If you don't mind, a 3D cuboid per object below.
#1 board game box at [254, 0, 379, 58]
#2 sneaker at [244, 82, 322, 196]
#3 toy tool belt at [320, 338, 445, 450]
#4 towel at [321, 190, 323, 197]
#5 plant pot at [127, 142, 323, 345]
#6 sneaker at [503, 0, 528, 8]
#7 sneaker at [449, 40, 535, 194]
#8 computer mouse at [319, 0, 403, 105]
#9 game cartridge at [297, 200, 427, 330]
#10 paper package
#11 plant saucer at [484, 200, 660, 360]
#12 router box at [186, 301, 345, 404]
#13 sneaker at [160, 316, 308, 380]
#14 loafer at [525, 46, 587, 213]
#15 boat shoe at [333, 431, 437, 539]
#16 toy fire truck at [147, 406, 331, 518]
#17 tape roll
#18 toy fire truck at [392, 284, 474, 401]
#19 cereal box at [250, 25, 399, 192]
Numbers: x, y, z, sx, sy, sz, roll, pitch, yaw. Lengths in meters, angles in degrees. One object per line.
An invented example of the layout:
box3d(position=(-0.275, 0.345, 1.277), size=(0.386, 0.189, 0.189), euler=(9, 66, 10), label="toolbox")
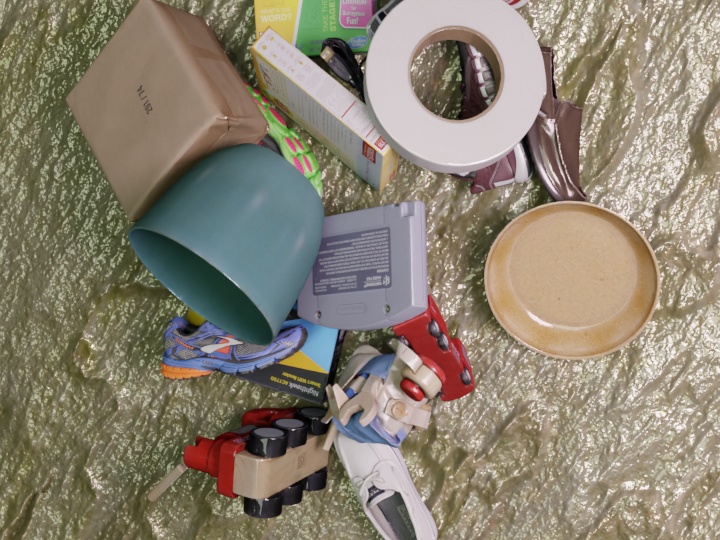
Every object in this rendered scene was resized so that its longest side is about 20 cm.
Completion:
box3d(position=(-0.055, -0.359, 1.295), size=(0.150, 0.040, 0.204), euler=(-1, 96, 16), label="board game box")
box3d(position=(-0.118, -0.144, 1.325), size=(0.084, 0.076, 0.201), euler=(-45, 71, 21), label="sneaker")
box3d(position=(0.019, 0.161, 1.243), size=(0.125, 0.200, 0.123), euler=(43, 72, -9), label="toy tool belt")
box3d(position=(-0.155, -0.061, 1.334), size=(0.197, 0.024, 0.149), euler=(15, 71, 14), label="towel")
box3d(position=(-0.134, -0.043, 1.211), size=(0.199, 0.201, 0.162), euler=(31, 69, 10), label="plant pot")
box3d(position=(0.167, -0.397, 1.190), size=(0.077, 0.115, 0.204), euler=(-2, 97, 14), label="sneaker")
box3d(position=(0.118, -0.182, 1.253), size=(0.114, 0.076, 0.203), euler=(-21, 91, 20), label="sneaker")
box3d(position=(0.049, -0.273, 1.245), size=(0.109, 0.044, 0.200), euler=(41, 72, 19), label="computer mouse")
box3d(position=(0.000, 0.000, 1.226), size=(0.198, 0.040, 0.136), euler=(-7, 78, 48), label="game cartridge")
box3d(position=(-0.234, -0.187, 1.292), size=(0.190, 0.103, 0.202), euler=(-43, 66, 25), label="paper package")
box3d(position=(0.242, 0.007, 1.235), size=(0.196, 0.036, 0.203), euler=(7, 118, 12), label="plant saucer")
box3d(position=(-0.117, 0.065, 1.356), size=(0.197, 0.051, 0.152), euler=(16, 102, 13), label="router box")
box3d(position=(-0.158, 0.084, 1.307), size=(0.196, 0.075, 0.080), euler=(-8, 94, 16), label="sneaker")
box3d(position=(0.221, -0.164, 1.225), size=(0.070, 0.073, 0.203), euler=(-20, 92, 16), label="loafer")
box3d(position=(0.024, 0.271, 1.335), size=(0.071, 0.066, 0.202), euler=(-28, 89, 17), label="boat shoe")
box3d(position=(-0.154, 0.233, 1.330), size=(0.197, 0.175, 0.131), euler=(9, 100, 25), label="toy fire truck")
box3d(position=(0.102, -0.208, 1.174), size=(0.199, 0.037, 0.207), euler=(1, 81, -3), label="tape roll")
box3d(position=(0.071, 0.044, 1.276), size=(0.048, 0.142, 0.201), euler=(-23, 129, 16), label="toy fire truck")
box3d(position=(-0.039, -0.184, 1.259), size=(0.199, 0.144, 0.040), euler=(40, 80, 7), label="cereal box")
